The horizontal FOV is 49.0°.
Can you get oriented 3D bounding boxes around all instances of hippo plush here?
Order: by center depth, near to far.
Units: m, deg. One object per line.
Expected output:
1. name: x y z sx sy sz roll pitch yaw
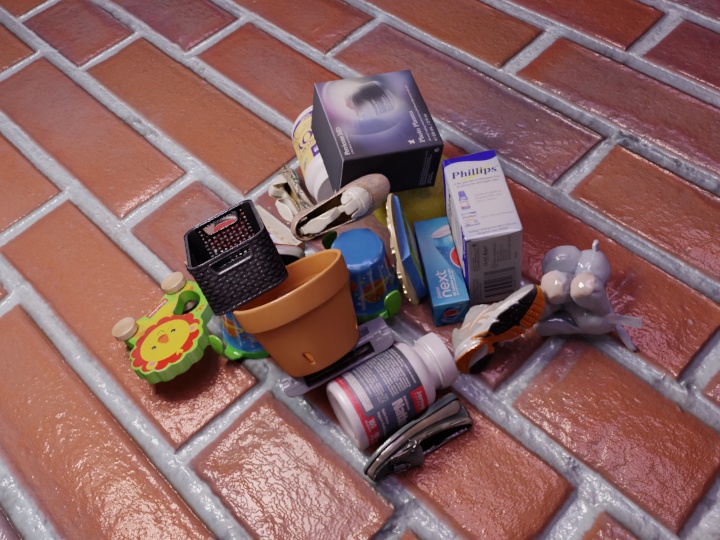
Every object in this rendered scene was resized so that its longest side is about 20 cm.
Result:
1. hippo plush: 0.380 0.016 1.348 0.196 0.161 0.163 6 53 13

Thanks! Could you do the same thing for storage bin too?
1. storage bin: -0.208 -0.025 1.301 0.134 0.095 0.200 -28 24 -4

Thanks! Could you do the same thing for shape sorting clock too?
1. shape sorting clock: 0.076 -0.038 1.409 0.039 0.201 0.203 -16 50 9

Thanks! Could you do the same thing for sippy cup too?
1. sippy cup: -0.195 0.064 1.411 0.137 0.131 0.180 -4 51 4
2. sippy cup: 0.000 0.000 1.424 0.174 0.131 0.141 9 53 16

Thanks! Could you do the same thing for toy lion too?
1. toy lion: -0.334 0.107 1.407 0.190 0.069 0.200 17 54 40

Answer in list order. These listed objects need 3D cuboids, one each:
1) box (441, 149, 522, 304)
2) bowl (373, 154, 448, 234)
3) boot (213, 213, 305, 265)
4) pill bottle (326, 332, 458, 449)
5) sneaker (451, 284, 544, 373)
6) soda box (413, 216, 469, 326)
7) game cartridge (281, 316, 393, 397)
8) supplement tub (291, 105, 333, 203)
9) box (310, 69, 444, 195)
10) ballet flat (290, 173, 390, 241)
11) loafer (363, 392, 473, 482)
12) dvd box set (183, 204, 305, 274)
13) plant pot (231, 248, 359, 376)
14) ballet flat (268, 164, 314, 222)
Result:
1. box: 0.219 -0.078 1.430 0.103 0.185 0.203 -10 50 2
2. bowl: 0.112 -0.182 1.576 0.196 0.109 0.203 -4 51 5
3. boot: -0.195 -0.066 1.514 0.196 0.073 0.146 0 52 10
4. pill bottle: 0.055 0.189 1.283 0.198 0.121 0.120 -29 53 -14
5. sneaker: 0.220 0.079 1.325 0.200 0.075 0.093 -44 36 25
6. soda box: 0.148 -0.001 1.456 0.066 0.065 0.203 -10 52 0
7. game cartridge: -0.039 0.143 1.330 0.197 0.133 0.042 -28 93 -1
8. supplement tub: -0.054 -0.228 1.611 0.143 0.147 0.202 -16 51 -5
9. box: 0.026 -0.251 1.468 0.195 0.124 0.202 -12 57 -14
10. ballet flat: -0.036 -0.103 1.389 0.198 0.069 0.067 -29 12 13
11. loafer: 0.095 0.272 1.247 0.199 0.072 0.063 -35 62 -21
12. dvd box set: -0.226 -0.030 1.553 0.146 0.030 0.200 35 63 29
13. plant pot: -0.091 0.075 1.275 0.197 0.142 0.200 -25 14 6
14. ballet flat: -0.143 -0.146 1.603 0.074 0.068 0.201 -7 48 -32
